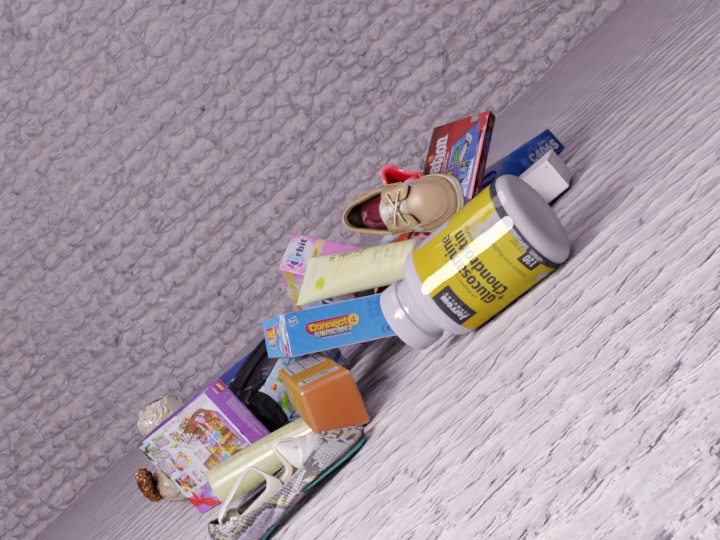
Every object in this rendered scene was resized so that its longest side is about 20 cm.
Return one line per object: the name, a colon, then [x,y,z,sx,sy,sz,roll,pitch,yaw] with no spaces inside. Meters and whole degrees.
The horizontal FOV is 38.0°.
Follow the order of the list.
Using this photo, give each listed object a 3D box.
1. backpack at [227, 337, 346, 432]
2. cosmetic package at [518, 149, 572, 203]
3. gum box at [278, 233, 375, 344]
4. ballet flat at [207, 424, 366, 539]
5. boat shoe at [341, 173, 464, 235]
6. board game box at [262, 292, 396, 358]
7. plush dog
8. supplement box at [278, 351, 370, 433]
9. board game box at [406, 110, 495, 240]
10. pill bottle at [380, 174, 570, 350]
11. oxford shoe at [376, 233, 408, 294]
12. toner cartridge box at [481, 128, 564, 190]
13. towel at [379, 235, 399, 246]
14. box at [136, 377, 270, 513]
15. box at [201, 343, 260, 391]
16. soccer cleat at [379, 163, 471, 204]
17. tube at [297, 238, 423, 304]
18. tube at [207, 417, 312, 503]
backpack: [-0.112,0.157,1.529,0.163,0.153,0.201,-39,27,54]
cosmetic package: [0.203,-0.080,1.461,0.200,0.051,0.083,-41,2,23]
gum box: [-0.043,0.033,1.565,0.200,0.113,0.067,77,-151,-59]
ballet flat: [-0.082,0.218,1.094,0.200,0.072,0.072,-43,5,-11]
boat shoe: [0.052,-0.077,1.348,0.066,0.075,0.199,-15,0,-37]
board game box: [-0.018,0.069,1.380,0.198,0.056,0.196,-11,-2,-14]
plush dog: [-0.254,0.290,1.618,0.199,0.161,0.172,-5,-42,-49]
supplement box: [-0.047,0.148,1.251,0.068,0.067,0.200,-23,6,-8]
board game box: [0.127,-0.128,1.463,0.102,0.019,0.201,-13,52,41]
pill bottle: [0.118,-0.002,1.127,0.200,0.112,0.112,-41,5,25]
oxford shoe: [0.081,-0.016,1.553,0.072,0.071,0.201,-41,-14,-41]
toner cartridge box: [0.219,-0.137,1.592,0.199,0.043,0.095,-34,-13,-35]
towel: [0.109,-0.112,1.614,0.200,0.048,0.171,-50,0,34]
box: [-0.207,0.245,1.436,0.200,0.137,0.039,-37,7,42]
box: [-0.164,0.189,1.702,0.200,0.120,0.033,-37,40,43]
soccer cleat: [0.095,-0.090,1.382,0.067,0.077,0.200,-47,35,-10]
tube: [0.000,0.000,1.390,0.199,0.052,0.058,-11,9,36]
tube: [-0.100,0.224,1.322,0.199,0.052,0.058,-34,45,9]
